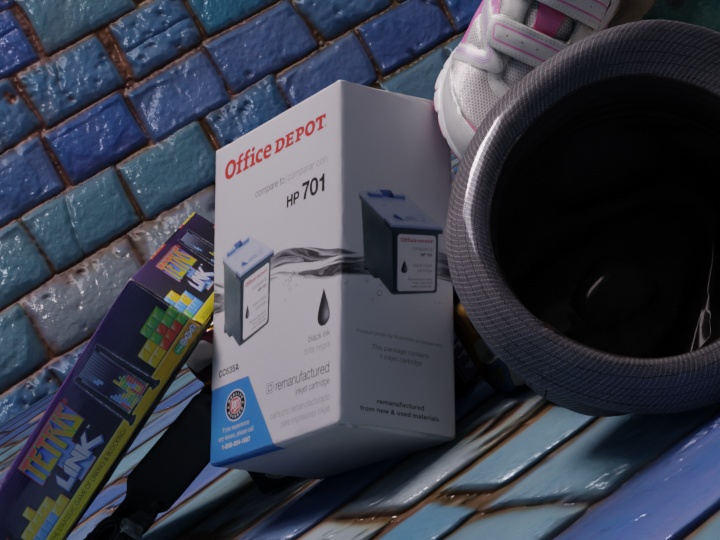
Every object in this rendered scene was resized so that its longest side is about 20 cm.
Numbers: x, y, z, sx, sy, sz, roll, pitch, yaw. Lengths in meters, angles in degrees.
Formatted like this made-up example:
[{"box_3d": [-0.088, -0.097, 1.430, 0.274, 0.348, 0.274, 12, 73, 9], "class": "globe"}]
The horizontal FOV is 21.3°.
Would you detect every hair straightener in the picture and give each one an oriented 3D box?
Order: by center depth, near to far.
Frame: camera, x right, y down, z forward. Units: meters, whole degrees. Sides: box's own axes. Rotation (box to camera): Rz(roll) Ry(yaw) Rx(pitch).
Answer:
[{"box_3d": [-0.153, 0.154, 1.220, 0.200, 0.041, 0.077, -44, 0, 8], "class": "hair straightener"}]

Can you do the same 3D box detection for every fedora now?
[{"box_3d": [0.128, -0.009, 0.885, 0.200, 0.176, 0.090, -56, -13, -27], "class": "fedora"}]

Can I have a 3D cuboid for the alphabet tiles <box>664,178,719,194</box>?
[{"box_3d": [0.190, -0.082, 1.018, 0.199, 0.008, 0.167, -6, 28, 45], "class": "alphabet tiles"}]

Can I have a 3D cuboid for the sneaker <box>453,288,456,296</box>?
[{"box_3d": [0.000, 0.000, 1.229, 0.199, 0.085, 0.077, -27, 7, 28], "class": "sneaker"}]

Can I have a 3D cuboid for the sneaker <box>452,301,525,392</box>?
[{"box_3d": [0.111, 0.017, 1.033, 0.088, 0.075, 0.200, -31, 6, -10], "class": "sneaker"}]

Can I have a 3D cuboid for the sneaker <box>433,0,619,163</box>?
[{"box_3d": [0.101, -0.144, 1.092, 0.088, 0.081, 0.201, 120, 168, -65], "class": "sneaker"}]

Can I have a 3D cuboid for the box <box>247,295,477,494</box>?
[{"box_3d": [0.016, 0.063, 1.274, 0.161, 0.049, 0.200, -31, 4, 20], "class": "box"}]

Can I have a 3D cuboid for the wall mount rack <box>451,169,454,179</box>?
[{"box_3d": [0.160, -0.078, 1.556, 0.200, 0.075, 0.173, -41, -36, 26], "class": "wall mount rack"}]

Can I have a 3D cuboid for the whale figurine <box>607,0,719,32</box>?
[{"box_3d": [0.209, -0.152, 1.161, 0.159, 0.104, 0.200, -36, -17, -39], "class": "whale figurine"}]

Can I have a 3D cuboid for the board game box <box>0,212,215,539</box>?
[{"box_3d": [-0.155, 0.074, 1.234, 0.200, 0.057, 0.165, -56, 1, 17], "class": "board game box"}]

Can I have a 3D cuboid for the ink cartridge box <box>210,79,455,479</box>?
[{"box_3d": [-0.018, 0.010, 1.118, 0.086, 0.201, 0.146, 9, -20, -33], "class": "ink cartridge box"}]

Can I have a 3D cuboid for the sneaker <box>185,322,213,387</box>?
[{"box_3d": [-0.040, 0.009, 1.347, 0.200, 0.090, 0.075, -34, 4, -21], "class": "sneaker"}]
